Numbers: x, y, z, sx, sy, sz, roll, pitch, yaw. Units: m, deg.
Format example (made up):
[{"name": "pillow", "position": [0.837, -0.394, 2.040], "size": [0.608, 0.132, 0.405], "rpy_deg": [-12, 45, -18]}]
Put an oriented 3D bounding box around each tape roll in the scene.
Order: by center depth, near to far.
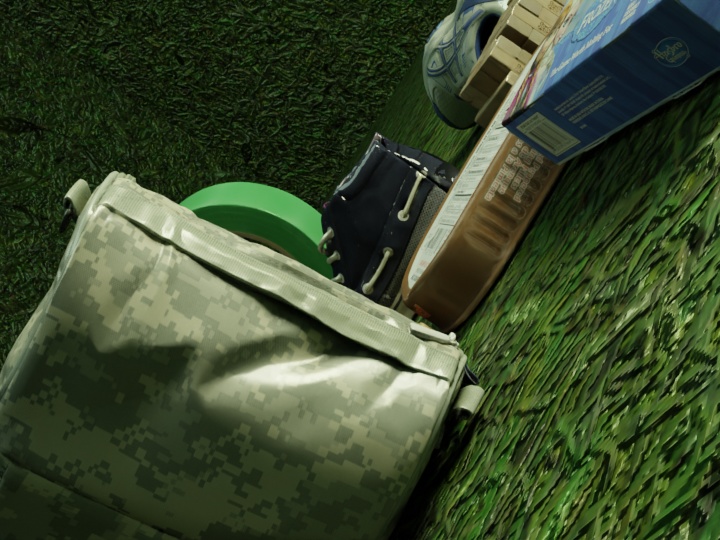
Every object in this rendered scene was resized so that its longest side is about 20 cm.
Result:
[{"name": "tape roll", "position": [-0.101, 0.022, 1.150], "size": [0.201, 0.199, 0.048], "rpy_deg": [-56, 6, 29]}]

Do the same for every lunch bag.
[{"name": "lunch bag", "position": [-0.064, 0.065, 0.579], "size": [0.169, 0.198, 0.140], "rpy_deg": [-59, 6, 34]}]

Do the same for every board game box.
[{"name": "board game box", "position": [0.154, -0.161, 0.579], "size": [0.201, 0.043, 0.200], "rpy_deg": [-60, 7, -13]}]

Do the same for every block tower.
[{"name": "block tower", "position": [0.133, -0.183, 0.879], "size": [0.201, 0.054, 0.058], "rpy_deg": [-63, 7, -30]}]

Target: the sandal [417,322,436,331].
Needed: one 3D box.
[{"name": "sandal", "position": [-0.014, 0.066, 0.761], "size": [0.078, 0.069, 0.212], "rpy_deg": [-61, 5, -26]}]

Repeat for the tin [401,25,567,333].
[{"name": "tin", "position": [0.085, -0.059, 0.721], "size": [0.202, 0.042, 0.112], "rpy_deg": [-59, 9, 0]}]

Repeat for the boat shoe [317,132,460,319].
[{"name": "boat shoe", "position": [0.000, 0.000, 0.883], "size": [0.201, 0.092, 0.075], "rpy_deg": [-57, 5, 15]}]

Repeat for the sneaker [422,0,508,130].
[{"name": "sneaker", "position": [0.099, -0.175, 1.054], "size": [0.201, 0.074, 0.089], "rpy_deg": [104, 163, -53]}]
